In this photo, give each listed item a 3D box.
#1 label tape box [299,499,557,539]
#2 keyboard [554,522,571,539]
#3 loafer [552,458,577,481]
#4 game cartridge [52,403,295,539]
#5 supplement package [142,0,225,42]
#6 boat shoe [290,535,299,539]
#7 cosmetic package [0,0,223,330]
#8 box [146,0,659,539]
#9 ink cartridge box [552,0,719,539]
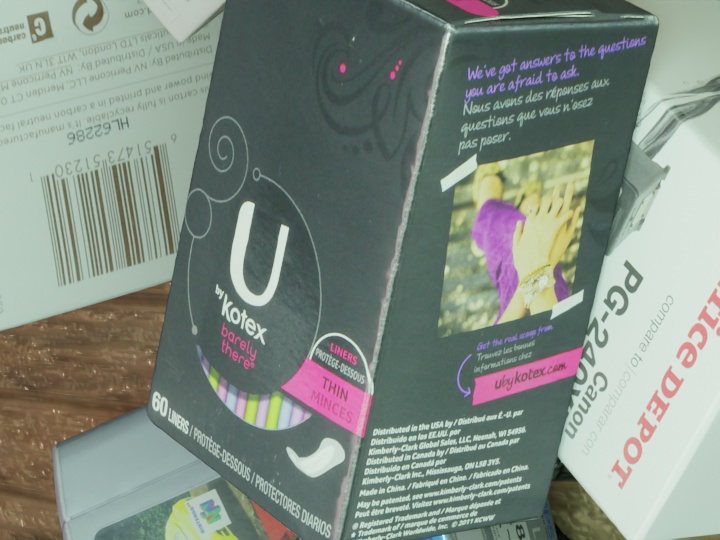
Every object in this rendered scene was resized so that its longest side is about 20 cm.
[{"bbox_3d":[0.053,0.160,1.204,0.063,0.200,0.145,-15,85,20],"label":"label tape box"},{"bbox_3d":[0.076,0.157,1.324,0.200,0.021,0.127,34,132,45],"label":"keyboard"},{"bbox_3d":[0.068,0.063,1.247,0.200,0.063,0.072,-20,87,59],"label":"loafer"},{"bbox_3d":[-0.066,0.154,1.439,0.200,0.133,0.041,62,170,17],"label":"game cartridge"},{"bbox_3d":[-0.034,-0.203,1.196,0.121,0.120,0.200,50,147,-4],"label":"supplement package"},{"bbox_3d":[-0.031,0.199,1.362,0.072,0.076,0.200,112,172,-66],"label":"boat shoe"},{"bbox_3d":[-0.179,-0.078,1.475,0.200,0.167,0.167,13,116,55],"label":"cosmetic package"},{"bbox_3d":[0.012,-0.016,1.070,0.122,0.106,0.201,31,117,44],"label":"box"},{"bbox_3d":[0.104,-0.017,1.108,0.200,0.083,0.145,50,129,34],"label":"ink cartridge box"}]
